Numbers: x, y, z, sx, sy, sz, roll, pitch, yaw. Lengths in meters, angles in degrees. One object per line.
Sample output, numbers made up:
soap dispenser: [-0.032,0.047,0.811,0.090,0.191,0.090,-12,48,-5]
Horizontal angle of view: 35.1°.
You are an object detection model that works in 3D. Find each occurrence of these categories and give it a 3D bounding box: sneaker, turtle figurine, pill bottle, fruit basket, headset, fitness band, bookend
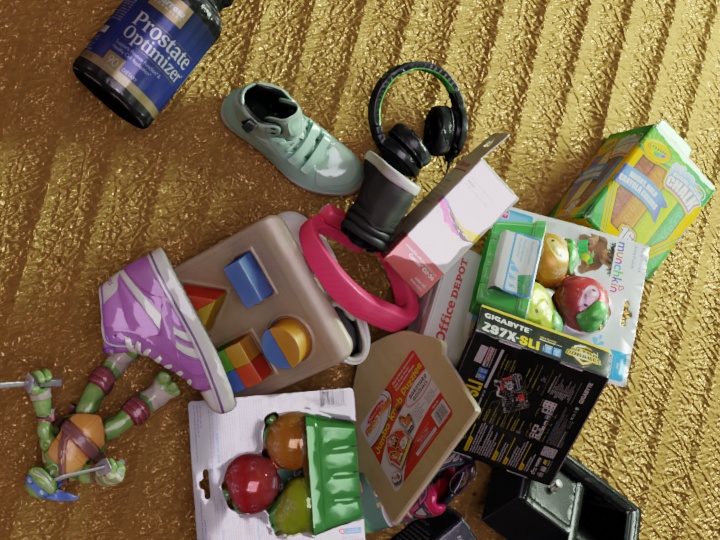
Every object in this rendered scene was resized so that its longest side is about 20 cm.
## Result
sneaker: [-0.043,0.019,1.362,0.073,0.115,0.202,-28,96,-11]
turtle figurine: [-0.301,0.162,1.265,0.194,0.143,0.202,-47,141,-27]
sneaker: [0.119,0.232,1.405,0.081,0.074,0.200,53,55,-20]
pill bottle: [-0.231,-0.274,1.315,0.111,0.112,0.201,38,81,-11]
fruit basket: [0.233,0.022,1.336,0.196,0.094,0.188,14,66,7]
headset: [0.086,-0.157,1.407,0.122,0.094,0.203,-24,108,-13]
fitness band: [0.000,0.000,1.350,0.037,0.199,0.145,-34,59,22]
fruit basket: [-0.097,0.238,1.330,0.196,0.094,0.189,-5,87,1]
sneaker: [0.014,-0.079,1.344,0.070,0.200,0.100,33,96,-9]
bookend: [0.235,0.333,1.395,0.199,0.092,0.200,37,42,-11]
sneaker: [-0.072,-0.153,1.353,0.198,0.118,0.075,30,81,-14]
sneaker: [-0.226,0.090,1.290,0.113,0.073,0.203,-29,87,-8]

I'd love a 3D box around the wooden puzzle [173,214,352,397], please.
wooden puzzle: [-0.131,0.057,1.319,0.198,0.046,0.187,-26,97,30]

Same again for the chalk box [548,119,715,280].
chalk box: [0.359,-0.102,1.464,0.124,0.124,0.201,40,81,-12]

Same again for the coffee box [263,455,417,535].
coffee box: [-0.032,0.271,1.400,0.196,0.044,0.125,-11,92,-15]

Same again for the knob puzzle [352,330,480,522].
knob puzzle: [0.052,0.162,1.336,0.030,0.218,0.224,14,86,-37]

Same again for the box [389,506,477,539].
box: [0.074,0.410,1.397,0.199,0.104,0.149,-35,98,-13]

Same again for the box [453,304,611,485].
box: [0.181,0.148,1.311,0.157,0.202,0.050,20,41,4]

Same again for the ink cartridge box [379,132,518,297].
ink cartridge box: [0.113,-0.069,1.329,0.067,0.117,0.200,44,93,-8]

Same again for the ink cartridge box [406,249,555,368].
ink cartridge box: [0.163,0.079,1.417,0.198,0.084,0.148,25,67,-12]
